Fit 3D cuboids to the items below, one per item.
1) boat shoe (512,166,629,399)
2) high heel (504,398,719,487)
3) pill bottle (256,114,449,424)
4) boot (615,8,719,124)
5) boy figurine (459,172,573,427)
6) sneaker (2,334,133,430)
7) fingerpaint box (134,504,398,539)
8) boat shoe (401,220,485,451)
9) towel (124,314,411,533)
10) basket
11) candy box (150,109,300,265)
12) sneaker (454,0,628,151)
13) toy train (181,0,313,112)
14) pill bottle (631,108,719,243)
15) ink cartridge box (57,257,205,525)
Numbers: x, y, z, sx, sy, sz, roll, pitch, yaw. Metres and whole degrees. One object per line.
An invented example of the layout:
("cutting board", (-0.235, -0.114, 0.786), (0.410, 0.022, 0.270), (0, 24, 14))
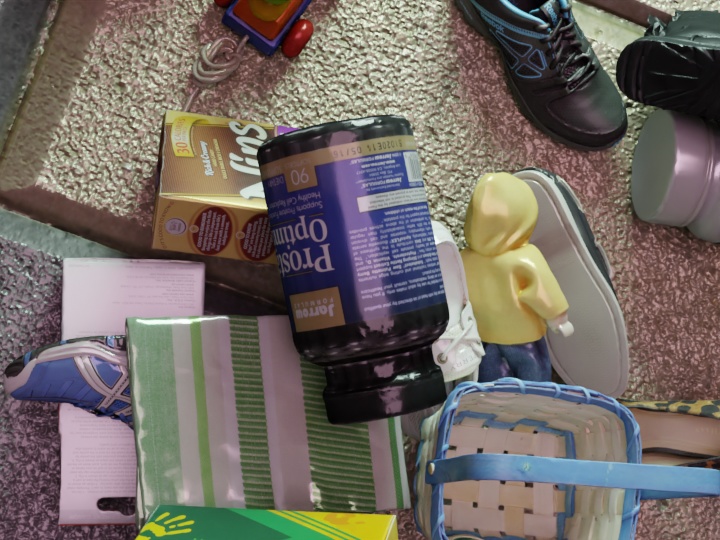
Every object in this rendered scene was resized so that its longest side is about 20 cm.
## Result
("boat shoe", (0.172, 0.009, 1.132), (0.074, 0.060, 0.200), (-26, 89, 27))
("high heel", (0.218, 0.135, 1.086), (0.199, 0.143, 0.072), (-7, 86, -12))
("pill bottle", (0.000, 0.000, 0.957), (0.112, 0.112, 0.201), (-11, 90, -12))
("boot", (0.309, -0.158, 1.102), (0.198, 0.162, 0.074), (18, 114, 24))
("boy figurine", (0.110, 0.022, 1.094), (0.064, 0.124, 0.201), (-16, 100, -48))
("sneaker", (-0.157, 0.089, 1.000), (0.199, 0.076, 0.077), (2, 80, -11))
("fingerpaint box", (-0.054, 0.259, 0.910), (0.166, 0.073, 0.200), (0, 112, 15))
("boat shoe", (0.065, 0.057, 1.051), (0.071, 0.069, 0.200), (-24, 128, -25))
("towel", (-0.065, 0.107, 0.984), (0.200, 0.023, 0.153), (-1, 77, -21))
("basket", (0.131, 0.147, 0.965), (0.176, 0.200, 0.139), (8, 74, -14))
("candy box", (-0.058, -0.058, 1.065), (0.199, 0.057, 0.117), (6, 39, -10))
("sneaker", (0.152, -0.182, 1.135), (0.073, 0.082, 0.200), (-42, 95, -14))
("toy train", (-0.073, -0.210, 1.077), (0.085, 0.116, 0.200), (36, 79, -5))
("pill bottle", (0.335, -0.074, 1.144), (0.199, 0.113, 0.113), (7, 83, -10))
("ink cartridge box", (-0.177, 0.092, 1.062), (0.109, 0.050, 0.201), (2, 85, -12))
